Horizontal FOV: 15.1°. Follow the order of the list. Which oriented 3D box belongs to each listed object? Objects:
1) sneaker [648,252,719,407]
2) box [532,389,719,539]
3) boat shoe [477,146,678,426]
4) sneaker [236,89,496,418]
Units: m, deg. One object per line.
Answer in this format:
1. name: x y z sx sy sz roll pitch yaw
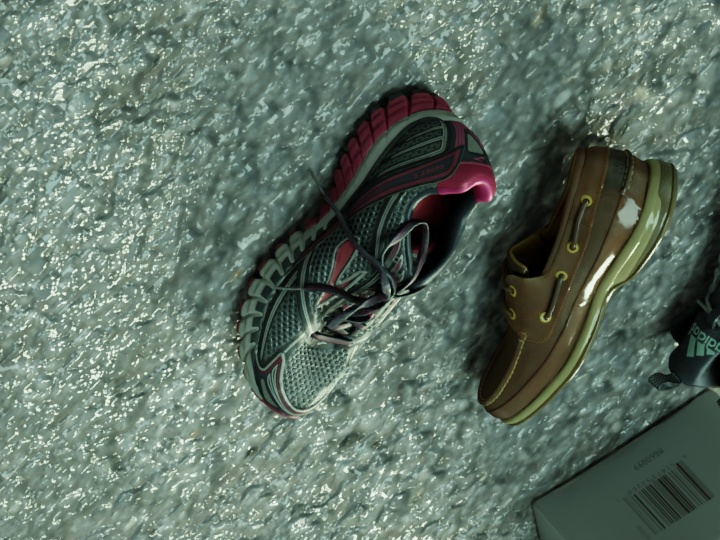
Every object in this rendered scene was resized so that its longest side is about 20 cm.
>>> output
1. sneaker: 0.235 0.024 1.703 0.140 0.078 0.200 -34 137 -6
2. box: 0.218 0.209 1.835 0.152 0.106 0.201 -31 139 -14
3. boat shoe: 0.114 0.005 1.604 0.067 0.072 0.201 21 124 -12
4. sneaker: 0.000 0.000 1.489 0.080 0.075 0.201 7 121 -43
